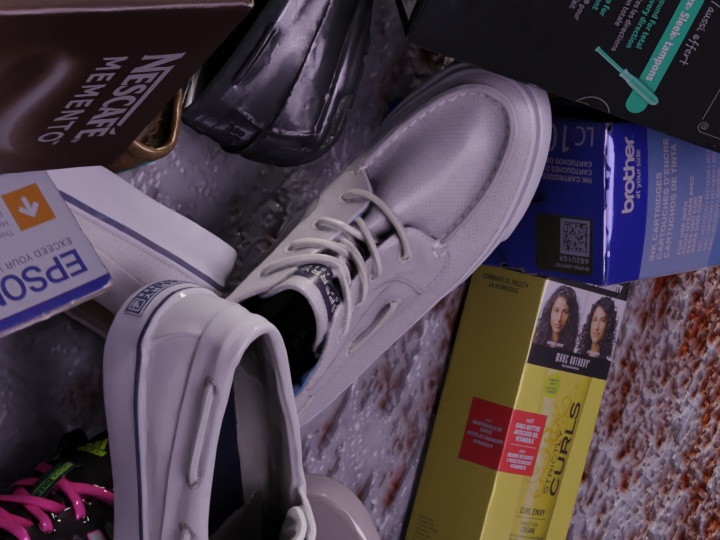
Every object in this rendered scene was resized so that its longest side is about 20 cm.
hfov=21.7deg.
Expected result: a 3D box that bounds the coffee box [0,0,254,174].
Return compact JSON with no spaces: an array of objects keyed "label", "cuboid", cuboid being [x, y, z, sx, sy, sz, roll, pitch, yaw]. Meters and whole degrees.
[{"label":"coffee box","cuboid":[-0.145,-0.078,0.511,0.200,0.114,0.080,-8,73,-32]}]

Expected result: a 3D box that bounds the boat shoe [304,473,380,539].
[{"label":"boat shoe","cuboid":[-0.007,0.158,0.856,0.093,0.074,0.200,-67,155,-57]}]

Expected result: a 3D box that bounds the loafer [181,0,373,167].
[{"label":"loafer","cuboid":[-0.024,-0.143,0.766,0.070,0.068,0.201,18,83,-33]}]

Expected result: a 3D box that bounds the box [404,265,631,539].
[{"label":"box","cuboid":[0.074,0.091,0.943,0.075,0.050,0.201,16,90,-47]}]

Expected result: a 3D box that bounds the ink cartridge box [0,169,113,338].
[{"label":"ink cartridge box","cuboid":[-0.202,-0.042,0.559,0.199,0.041,0.200,-24,82,-37]}]

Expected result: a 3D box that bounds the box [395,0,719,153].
[{"label":"box","cuboid":[0.123,-0.142,0.781,0.200,0.149,0.125,17,117,-15]}]

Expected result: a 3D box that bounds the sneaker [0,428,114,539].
[{"label":"sneaker","cuboid":[-0.117,0.099,0.737,0.200,0.074,0.088,17,89,-51]}]

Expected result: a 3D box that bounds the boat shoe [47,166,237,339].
[{"label":"boat shoe","cuboid":[-0.128,-0.012,0.701,0.200,0.071,0.070,32,78,-51]}]

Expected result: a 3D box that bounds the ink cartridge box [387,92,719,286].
[{"label":"ink cartridge box","cuboid":[0.104,-0.043,0.874,0.200,0.136,0.077,-11,105,-44]}]

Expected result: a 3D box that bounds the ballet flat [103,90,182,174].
[{"label":"ballet flat","cuboid":[-0.092,-0.131,0.697,0.068,0.072,0.201,-16,112,-44]}]

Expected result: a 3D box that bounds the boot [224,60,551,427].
[{"label":"boot","cuboid":[0.000,0.000,0.760,0.200,0.074,0.096,-53,174,18]}]

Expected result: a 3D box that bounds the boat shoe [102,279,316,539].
[{"label":"boat shoe","cuboid":[-0.051,0.102,0.706,0.074,0.065,0.200,-35,128,-40]}]
